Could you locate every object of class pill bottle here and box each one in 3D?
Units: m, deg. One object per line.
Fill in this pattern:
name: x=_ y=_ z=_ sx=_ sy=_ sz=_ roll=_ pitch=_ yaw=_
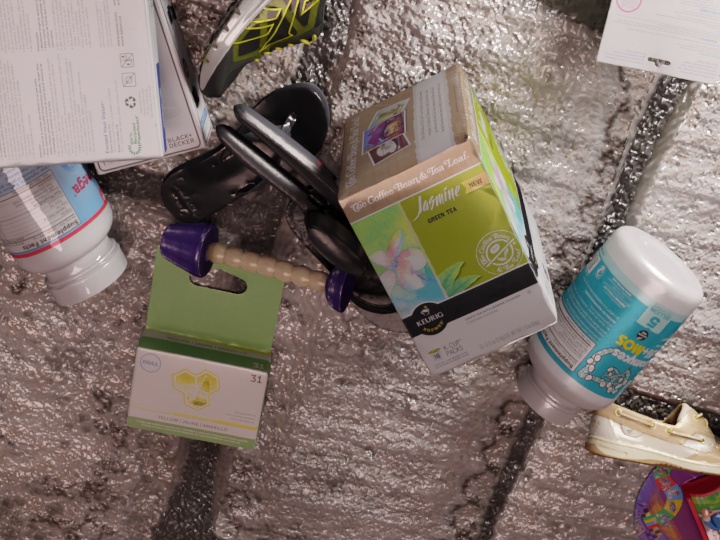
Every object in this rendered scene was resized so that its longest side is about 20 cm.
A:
pill bottle: x=0.244 y=0.062 z=1.248 sx=0.110 sy=0.111 sz=0.201 roll=31 pitch=114 yaw=-13
pill bottle: x=-0.309 y=-0.071 z=1.196 sx=0.107 sy=0.109 sz=0.202 roll=-22 pitch=114 yaw=12

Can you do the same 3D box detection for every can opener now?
can opener: x=-0.053 y=-0.083 z=1.175 sx=0.063 sy=0.079 sz=0.200 roll=-41 pitch=108 yaw=8

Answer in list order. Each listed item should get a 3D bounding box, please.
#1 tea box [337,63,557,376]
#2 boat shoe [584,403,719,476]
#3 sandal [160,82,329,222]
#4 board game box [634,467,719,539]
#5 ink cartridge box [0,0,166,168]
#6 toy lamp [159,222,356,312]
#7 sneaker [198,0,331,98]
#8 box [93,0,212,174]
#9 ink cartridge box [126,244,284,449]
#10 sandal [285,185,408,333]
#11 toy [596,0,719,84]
tea box: x=0.079 y=-0.052 z=1.145 sx=0.132 sy=0.201 sz=0.198 roll=-25 pitch=114 yaw=13
boat shoe: x=0.342 y=0.177 z=1.324 sx=0.197 sy=0.074 sz=0.070 roll=9 pitch=87 yaw=-4
sandal: x=-0.109 y=-0.106 z=1.210 sx=0.199 sy=0.043 sz=0.076 roll=-35 pitch=111 yaw=17
board game box: x=0.412 y=0.280 z=1.389 sx=0.197 sy=0.039 sz=0.160 roll=18 pitch=115 yaw=-8
ink cartridge box: x=-0.277 y=-0.193 z=1.083 sx=0.196 sy=0.043 sz=0.200 roll=-3 pitch=106 yaw=-2
toy lamp: x=-0.105 y=-0.007 z=1.235 sx=0.197 sy=0.058 sz=0.059 roll=14 pitch=118 yaw=13
sneaker: x=-0.075 y=-0.228 z=1.132 sx=0.084 sy=0.075 sz=0.200 roll=35 pitch=112 yaw=-15
box: x=-0.222 y=-0.204 z=1.155 sx=0.115 sy=0.060 sz=0.202 roll=-14 pitch=116 yaw=8
ink cartridge box: x=-0.164 y=0.085 z=1.305 sx=0.143 sy=0.048 sz=0.203 roll=11 pitch=118 yaw=-3
sandal: x=-0.001 y=0.000 z=1.257 sx=0.075 sy=0.048 sz=0.200 roll=-41 pitch=108 yaw=19
toy: x=0.290 y=-0.281 z=1.113 sx=0.113 sy=0.047 sz=0.203 roll=11 pitch=113 yaw=0
